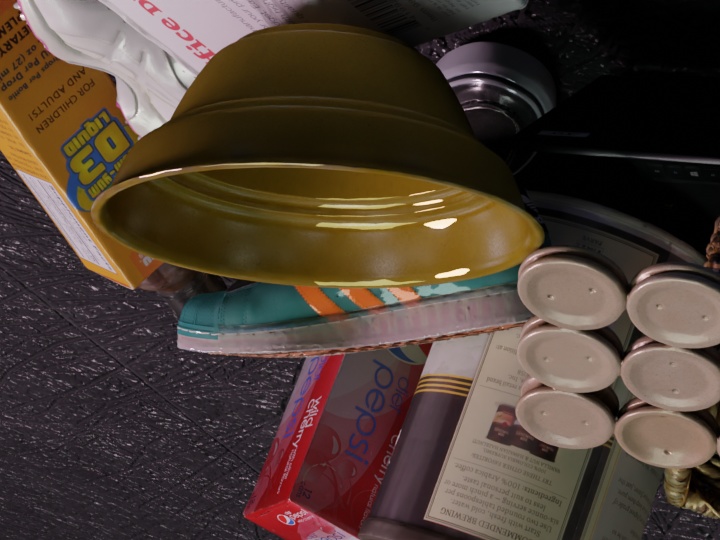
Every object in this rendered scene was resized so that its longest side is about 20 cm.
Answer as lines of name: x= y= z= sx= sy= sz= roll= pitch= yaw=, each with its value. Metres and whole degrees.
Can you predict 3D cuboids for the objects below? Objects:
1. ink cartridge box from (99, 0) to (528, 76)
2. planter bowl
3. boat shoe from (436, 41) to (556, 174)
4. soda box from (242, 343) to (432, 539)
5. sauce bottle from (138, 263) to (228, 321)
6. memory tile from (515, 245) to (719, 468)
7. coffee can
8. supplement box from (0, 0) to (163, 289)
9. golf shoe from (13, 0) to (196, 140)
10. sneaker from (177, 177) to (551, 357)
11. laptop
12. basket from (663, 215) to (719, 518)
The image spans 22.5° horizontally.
ink cartridge box: x=-0.031 y=-0.164 z=0.804 sx=0.145 sy=0.084 sz=0.199 roll=37 pitch=150 yaw=-30
planter bowl: x=-0.017 y=-0.055 z=0.805 sx=0.198 sy=0.084 sz=0.201 roll=3 pitch=165 yaw=1
boat shoe: x=0.047 y=-0.049 z=0.970 sx=0.072 sy=0.071 sz=0.200 roll=25 pitch=153 yaw=-5
soda box: x=0.004 y=0.067 z=1.072 sx=0.070 sy=0.201 sz=0.063 roll=31 pitch=152 yaw=-18
sauce bottle: x=-0.142 y=-0.030 z=1.157 sx=0.064 sy=0.065 sz=0.200 roll=5 pitch=147 yaw=31
memory tile: x=0.169 y=0.048 z=0.829 sx=0.198 sy=0.017 sz=0.154 roll=8 pitch=143 yaw=12
coffee can: x=0.101 y=0.078 z=0.988 sx=0.145 sy=0.202 sz=0.146 roll=20 pitch=167 yaw=5
supplement box: x=-0.169 y=-0.086 z=1.017 sx=0.069 sy=0.067 sz=0.201 roll=22 pitch=150 yaw=51
golf shoe: x=-0.108 y=-0.130 z=0.955 sx=0.091 sy=0.076 sz=0.200 roll=-5 pitch=151 yaw=28
sneaker: x=0.000 y=0.000 z=0.927 sx=0.198 sy=0.081 sz=0.071 roll=-8 pitch=174 yaw=10
laptop: x=0.189 y=-0.033 z=0.855 sx=0.176 sy=0.104 sz=0.200 roll=7 pitch=149 yaw=29
basket: x=0.255 y=0.064 z=0.878 sx=0.198 sy=0.151 sz=0.143 roll=12 pitch=176 yaw=10
